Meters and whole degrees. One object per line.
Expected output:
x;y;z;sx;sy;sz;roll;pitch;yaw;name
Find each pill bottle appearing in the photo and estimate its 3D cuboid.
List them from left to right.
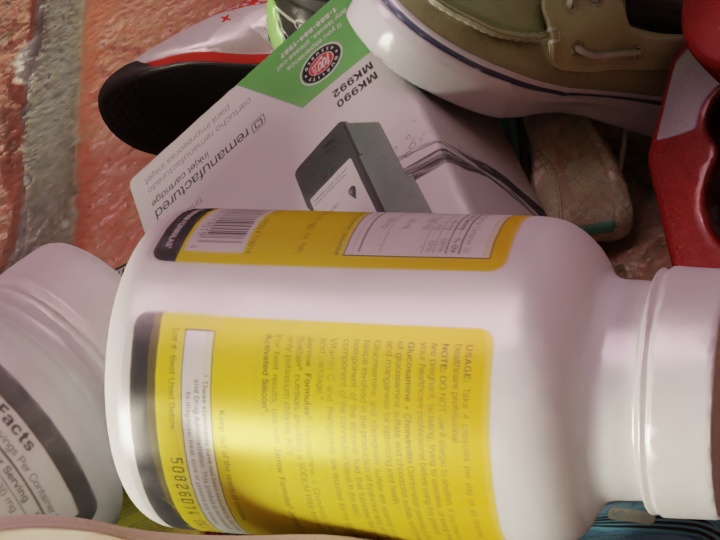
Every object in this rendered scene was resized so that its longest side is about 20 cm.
-0.160;0.084;0.761;0.113;0.113;0.200;15;45;44;pill bottle
0.024;0.037;0.694;0.199;0.112;0.112;2;48;18;pill bottle

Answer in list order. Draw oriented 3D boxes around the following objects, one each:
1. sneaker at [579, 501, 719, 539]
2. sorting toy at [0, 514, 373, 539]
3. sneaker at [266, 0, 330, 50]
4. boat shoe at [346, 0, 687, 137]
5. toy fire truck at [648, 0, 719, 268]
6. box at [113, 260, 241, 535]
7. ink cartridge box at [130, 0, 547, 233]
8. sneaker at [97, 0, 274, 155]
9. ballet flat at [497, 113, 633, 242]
0.044;0.120;0.742;0.199;0.078;0.090;-8;48;30;sneaker
-0.073;0.163;0.657;0.107;0.180;0.201;-1;65;48;sorting toy
0.049;-0.149;0.924;0.199;0.084;0.077;-28;44;-7;sneaker
0.084;-0.104;0.869;0.062;0.199;0.072;-55;47;32;boat shoe
0.197;-0.035;0.791;0.199;0.112;0.169;2;68;38;toy fire truck
-0.082;0.083;0.874;0.050;0.075;0.200;-26;37;8;box
0.000;0.000;0.853;0.146;0.084;0.200;-40;43;17;ink cartridge box
-0.036;-0.127;1.079;0.200;0.067;0.108;-15;40;17;sneaker
0.089;-0.079;0.955;0.062;0.068;0.201;0;45;-4;ballet flat
